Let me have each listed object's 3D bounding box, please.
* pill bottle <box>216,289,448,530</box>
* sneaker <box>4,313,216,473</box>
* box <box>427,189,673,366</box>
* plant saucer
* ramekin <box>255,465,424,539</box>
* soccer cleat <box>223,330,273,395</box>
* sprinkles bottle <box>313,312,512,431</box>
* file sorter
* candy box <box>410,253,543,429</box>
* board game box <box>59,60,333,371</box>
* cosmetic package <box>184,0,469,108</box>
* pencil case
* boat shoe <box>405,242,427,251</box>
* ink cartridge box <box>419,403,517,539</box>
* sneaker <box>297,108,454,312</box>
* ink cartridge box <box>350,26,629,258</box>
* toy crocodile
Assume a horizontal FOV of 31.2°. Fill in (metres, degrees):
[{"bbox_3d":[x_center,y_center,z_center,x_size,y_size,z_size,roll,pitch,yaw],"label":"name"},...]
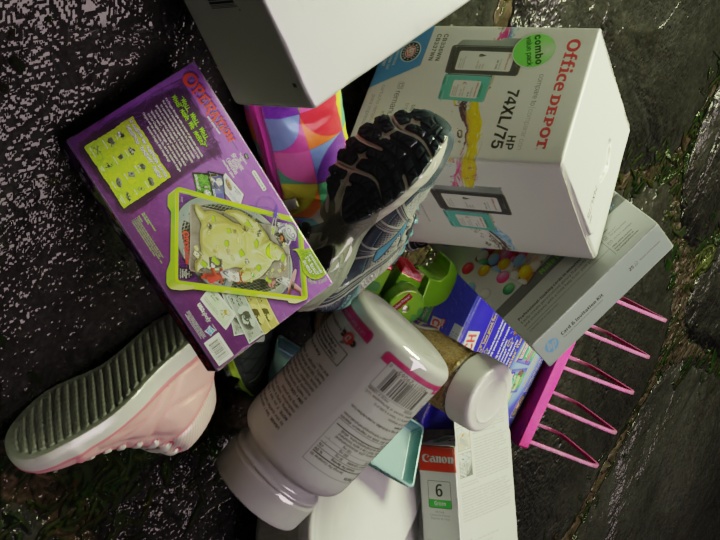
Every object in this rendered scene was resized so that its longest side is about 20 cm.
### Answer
[{"bbox_3d":[-0.027,0.124,1.130,0.200,0.113,0.113,-47,147,9],"label":"pill bottle"},{"bbox_3d":[-0.190,0.126,1.046,0.200,0.075,0.105,-38,134,-38],"label":"sneaker"},{"bbox_3d":[0.170,-0.025,1.204,0.156,0.200,0.041,-44,129,2],"label":"box"},{"bbox_3d":[-0.017,0.139,1.244,0.200,0.019,0.070,36,51,-30],"label":"plant saucer"},{"bbox_3d":[-0.019,0.268,1.294,0.202,0.094,0.204,15,71,-48],"label":"ramekin"},{"bbox_3d":[-0.093,0.029,1.105,0.081,0.068,0.201,-17,131,-8],"label":"soccer cleat"},{"bbox_3d":[0.046,0.077,1.212,0.068,0.199,0.069,-31,135,-37],"label":"sprinkles bottle"},{"bbox_3d":[0.250,0.111,1.518,0.125,0.139,0.201,22,96,-20],"label":"file sorter"},{"bbox_3d":[0.124,0.081,1.391,0.200,0.077,0.170,10,108,-56],"label":"candy box"},{"bbox_3d":[-0.119,-0.040,0.963,0.120,0.032,0.201,-35,101,-21],"label":"board game box"},{"bbox_3d":[-0.029,-0.249,0.895,0.200,0.123,0.200,-36,115,-23],"label":"cosmetic package"},{"bbox_3d":[-0.053,-0.121,1.056,0.088,0.088,0.201,-39,138,-30],"label":"pencil case"},{"bbox_3d":[0.115,-0.086,1.311,0.200,0.066,0.070,-43,141,-27],"label":"boat shoe"},{"bbox_3d":[0.110,0.205,1.340,0.109,0.050,0.202,-7,93,-52],"label":"ink cartridge box"},{"bbox_3d":[0.010,-0.047,1.053,0.200,0.078,0.086,-48,145,18],"label":"sneaker"},{"bbox_3d":[0.118,-0.116,1.147,0.146,0.199,0.147,57,46,-52],"label":"ink cartridge box"},{"bbox_3d":[0.000,0.000,1.179,0.199,0.068,0.062,13,114,-29],"label":"toy crocodile"}]
